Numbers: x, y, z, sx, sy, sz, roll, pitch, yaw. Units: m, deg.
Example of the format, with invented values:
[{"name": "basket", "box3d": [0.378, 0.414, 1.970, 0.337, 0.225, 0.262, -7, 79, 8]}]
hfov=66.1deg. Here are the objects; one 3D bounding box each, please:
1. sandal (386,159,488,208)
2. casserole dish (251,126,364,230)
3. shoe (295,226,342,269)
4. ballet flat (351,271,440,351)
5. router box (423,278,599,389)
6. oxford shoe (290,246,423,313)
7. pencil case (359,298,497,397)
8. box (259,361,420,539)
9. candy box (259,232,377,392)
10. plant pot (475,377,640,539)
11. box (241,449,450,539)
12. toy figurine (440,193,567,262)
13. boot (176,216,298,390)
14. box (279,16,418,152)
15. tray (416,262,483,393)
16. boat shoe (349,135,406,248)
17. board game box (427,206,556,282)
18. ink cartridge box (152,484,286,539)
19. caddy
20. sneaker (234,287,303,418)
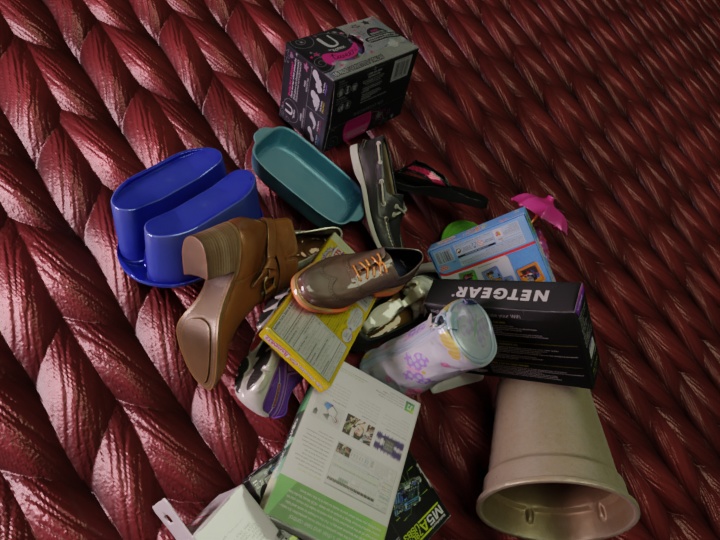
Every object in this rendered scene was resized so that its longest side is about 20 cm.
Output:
[{"name": "sandal", "box3d": [0.119, -0.150, 0.914, 0.196, 0.046, 0.075, 14, 25, 2]}, {"name": "casserole dish", "box3d": [-0.082, -0.134, 0.832, 0.199, 0.039, 0.122, 39, 40, -6]}, {"name": "shoe", "box3d": [-0.111, -0.028, 0.767, 0.197, 0.053, 0.071, -13, 72, -31]}, {"name": "ballet flat", "box3d": [0.062, 0.054, 0.790, 0.198, 0.069, 0.069, -31, 79, -26]}, {"name": "router box", "box3d": [0.198, 0.081, 0.727, 0.051, 0.197, 0.150, -59, 136, -35]}, {"name": "oxford shoe", "box3d": [0.000, 0.000, 0.690, 0.198, 0.073, 0.072, -15, 73, -45]}, {"name": "pencil case", "box3d": [0.080, 0.110, 0.709, 0.089, 0.200, 0.085, 6, 61, -34]}, {"name": "box", "box3d": [-0.018, 0.218, 0.652, 0.143, 0.036, 0.202, 30, 53, -10]}, {"name": "candy box", "box3d": [-0.040, 0.045, 0.699, 0.102, 0.026, 0.201, 43, 42, -10]}, {"name": "plant pot", "box3d": [0.255, 0.240, 0.757, 0.197, 0.201, 0.186, 23, 46, -15]}, {"name": "box", "box3d": [-0.013, 0.278, 0.672, 0.198, 0.047, 0.195, -30, 84, -35]}, {"name": "toy figurine", "box3d": [0.236, -0.031, 0.859, 0.148, 0.184, 0.204, 18, 57, -24]}, {"name": "boot", "box3d": [-0.140, 0.035, 0.676, 0.073, 0.204, 0.154, 23, 25, 29]}, {"name": "box", "box3d": [-0.021, -0.305, 0.890, 0.114, 0.133, 0.199, 40, 52, 20]}, {"name": "tray", "box3d": [0.123, 0.079, 0.855, 0.106, 0.022, 0.204, -6, 69, -31]}, {"name": "boat shoe", "box3d": [0.039, -0.108, 0.856, 0.074, 0.059, 0.204, 13, 60, -70]}, {"name": "board game box", "box3d": [0.207, 0.029, 0.809, 0.203, 0.149, 0.037, 63, 26, -12]}, {"name": "ink cartridge box", "box3d": [-0.120, 0.293, 0.565, 0.201, 0.116, 0.068, 50, 54, 2]}, {"name": "caddy", "box3d": [-0.214, -0.063, 0.702, 0.140, 0.106, 0.199, 34, 52, 22]}, {"name": "sneaker", "box3d": [-0.093, 0.096, 0.717, 0.084, 0.080, 0.202, 46, 49, -31]}]
